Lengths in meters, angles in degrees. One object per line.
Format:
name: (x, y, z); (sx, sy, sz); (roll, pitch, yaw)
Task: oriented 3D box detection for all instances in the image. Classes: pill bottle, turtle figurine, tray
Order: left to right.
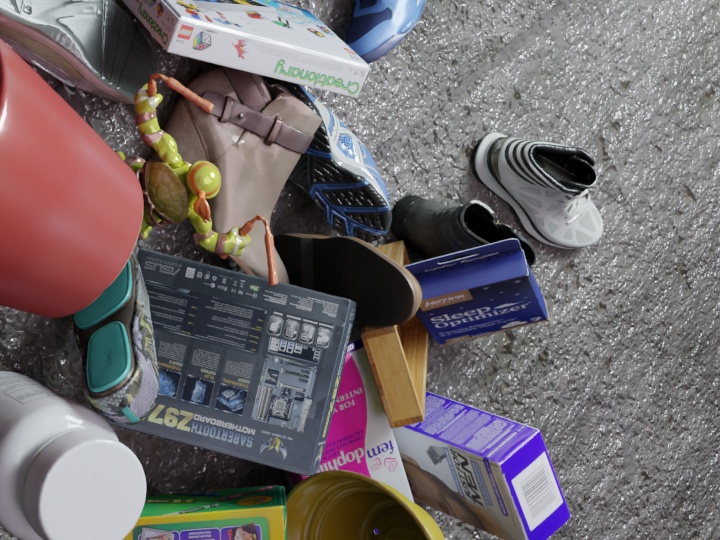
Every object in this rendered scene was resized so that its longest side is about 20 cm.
pill bottle: (-0.255, 0.155, 1.110); (0.114, 0.199, 0.115); (-7, 102, -35)
turtle figurine: (-0.159, -0.060, 1.164); (0.064, 0.161, 0.201); (-44, 113, -35)
tray: (0.035, 0.057, 1.333); (0.037, 0.200, 0.099); (-14, 112, 9)

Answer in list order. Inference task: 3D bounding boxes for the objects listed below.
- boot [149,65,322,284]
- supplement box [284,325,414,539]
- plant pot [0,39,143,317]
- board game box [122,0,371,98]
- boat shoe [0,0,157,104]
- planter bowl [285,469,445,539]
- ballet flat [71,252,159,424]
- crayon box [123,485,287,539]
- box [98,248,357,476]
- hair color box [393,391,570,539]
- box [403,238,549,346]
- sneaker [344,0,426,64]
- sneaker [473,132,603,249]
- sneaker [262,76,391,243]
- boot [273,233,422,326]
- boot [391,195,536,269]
boot: (-0.091, -0.090, 1.253); (0.146, 0.070, 0.200); (-44, 113, 2)
supplement box: (-0.029, 0.153, 1.330); (0.101, 0.103, 0.201); (-22, 113, -13)
plant pot: (-0.277, -0.062, 1.076); (0.177, 0.200, 0.202); (34, 77, -45)
board game box: (-0.102, -0.210, 1.212); (0.199, 0.126, 0.035); (9, 117, -37)
boat shoe: (-0.253, -0.196, 1.148); (0.201, 0.064, 0.075); (26, 63, -42)
planter bowl: (0.020, 0.267, 1.256); (0.083, 0.199, 0.202); (-16, 108, -52)
ballet flat: (-0.202, 0.057, 1.160); (0.071, 0.201, 0.072); (-6, 128, -8)
crayon box: (-0.162, 0.263, 1.231); (0.198, 0.058, 0.120); (-3, 101, -6)
box: (-0.116, 0.080, 1.221); (0.051, 0.198, 0.159); (29, 74, -82)
hair color box: (0.108, 0.195, 1.390); (0.065, 0.199, 0.110); (-34, 116, -26)
box: (0.114, 0.025, 1.366); (0.200, 0.120, 0.033); (51, 27, -66)
sneaker: (0.026, -0.288, 1.334); (0.082, 0.074, 0.201); (38, 67, -33)
sneaker: (0.219, -0.076, 1.484); (0.200, 0.115, 0.076); (34, 77, -36)
sneaker: (-0.044, -0.115, 1.317); (0.075, 0.077, 0.200); (-31, 109, 20)
boot: (0.000, 0.000, 1.278); (0.075, 0.199, 0.074); (-5, 106, -38)
boot: (0.132, -0.011, 1.418); (0.200, 0.130, 0.068); (33, 76, -36)
